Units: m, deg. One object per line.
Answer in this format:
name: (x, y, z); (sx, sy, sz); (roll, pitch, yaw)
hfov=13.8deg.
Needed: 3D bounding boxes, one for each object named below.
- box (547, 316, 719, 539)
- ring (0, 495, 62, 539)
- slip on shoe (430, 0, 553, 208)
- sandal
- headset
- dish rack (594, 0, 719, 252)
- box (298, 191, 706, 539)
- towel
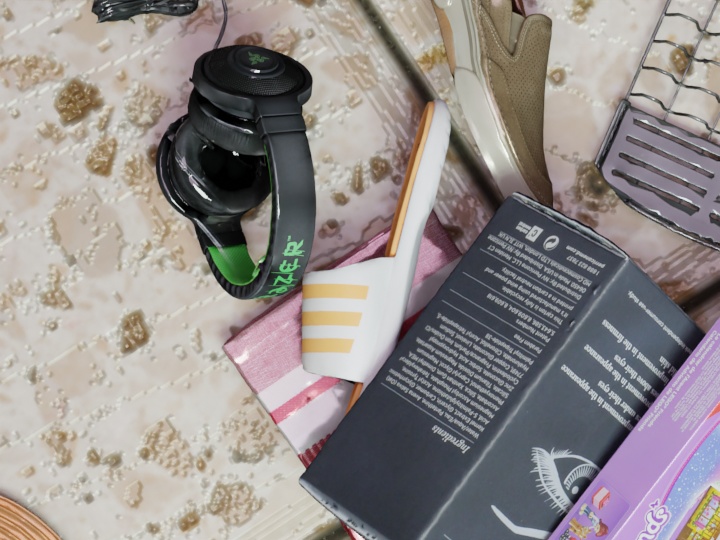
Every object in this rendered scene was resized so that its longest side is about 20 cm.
box: (0.187, 0.124, 1.578); (0.137, 0.039, 0.200); (34, 96, -42)
ring: (-0.243, 0.219, 1.697); (0.200, 0.019, 0.201); (0, 89, 0)
slip on shoe: (0.080, -0.126, 1.666); (0.061, 0.076, 0.200); (-19, 82, 7)
sandal: (0.000, 0.001, 1.646); (0.059, 0.079, 0.207); (14, 81, -1)
headset: (-0.084, -0.078, 1.647); (0.094, 0.124, 0.200); (-4, 59, -24)
dish rack: (0.227, -0.109, 1.671); (0.153, 0.055, 0.200); (24, 91, 2)
box: (0.091, 0.087, 1.598); (0.200, 0.104, 0.148); (-52, 132, -5)
towel: (0.034, 0.083, 1.692); (0.144, 0.023, 0.200); (-34, 91, -1)
